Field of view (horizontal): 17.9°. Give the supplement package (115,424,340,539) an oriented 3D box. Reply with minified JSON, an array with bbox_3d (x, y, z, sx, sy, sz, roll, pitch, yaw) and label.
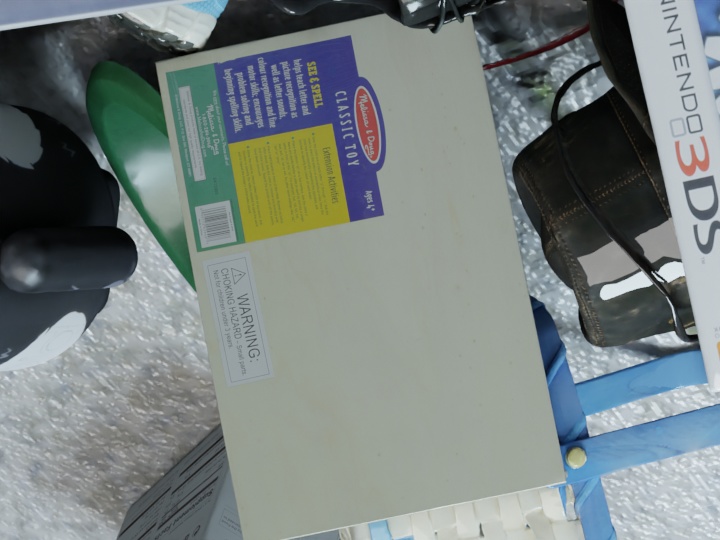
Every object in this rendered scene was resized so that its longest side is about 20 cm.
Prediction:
[{"bbox_3d":[-0.028,0.191,1.234,0.199,0.111,0.156,33,136,-14],"label":"supplement package"}]

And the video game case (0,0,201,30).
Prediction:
[{"bbox_3d":[-0.126,-0.180,0.764,0.181,0.023,0.201,-3,114,34],"label":"video game case"}]

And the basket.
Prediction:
[{"bbox_3d":[0.082,0.073,1.001,0.198,0.176,0.140,-19,92,-5],"label":"basket"}]

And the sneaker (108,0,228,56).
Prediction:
[{"bbox_3d":[-0.126,-0.175,0.934,0.199,0.090,0.078,36,177,3],"label":"sneaker"}]

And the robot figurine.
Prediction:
[{"bbox_3d":[-0.186,-0.016,1.006,0.150,0.200,0.125,-34,75,25],"label":"robot figurine"}]

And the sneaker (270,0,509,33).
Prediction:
[{"bbox_3d":[0.050,-0.132,0.890,0.198,0.091,0.076,-5,130,23],"label":"sneaker"}]

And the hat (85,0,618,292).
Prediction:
[{"bbox_3d":[0.000,-0.062,1.032,0.200,0.176,0.166,40,160,39],"label":"hat"}]

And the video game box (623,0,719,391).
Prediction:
[{"bbox_3d":[0.191,-0.069,0.748,0.198,0.047,0.184,-13,97,13],"label":"video game box"}]

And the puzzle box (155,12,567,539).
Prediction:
[{"bbox_3d":[0.000,0.000,0.915,0.132,0.202,0.025,-11,173,3],"label":"puzzle box"}]

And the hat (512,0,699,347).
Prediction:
[{"bbox_3d":[0.109,-0.016,0.896,0.081,0.201,0.201,-32,120,12],"label":"hat"}]
